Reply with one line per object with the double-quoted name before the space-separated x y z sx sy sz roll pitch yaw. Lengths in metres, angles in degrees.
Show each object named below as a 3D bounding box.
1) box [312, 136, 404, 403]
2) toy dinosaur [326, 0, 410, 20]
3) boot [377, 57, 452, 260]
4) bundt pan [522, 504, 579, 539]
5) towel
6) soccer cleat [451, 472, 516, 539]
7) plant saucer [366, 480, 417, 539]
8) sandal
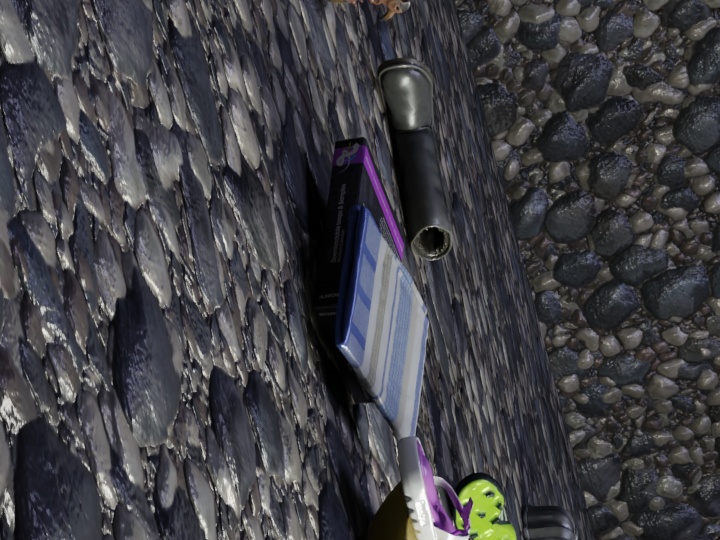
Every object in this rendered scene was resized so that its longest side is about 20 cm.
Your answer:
"box" 0.000 0.000 1.780 0.144 0.036 0.201 67 21 -46
"toy dinosaur" -0.016 -0.356 2.101 0.200 0.085 0.137 -117 -161 -57
"boot" 0.067 -0.136 2.382 0.182 0.072 0.202 59 28 -58
"bundt pan" 0.310 0.458 3.026 0.202 0.075 0.204 -13 90 -80
"towel" 0.019 0.051 1.725 0.200 0.024 0.148 58 34 -54
"soccer cleat" 0.138 0.276 2.288 0.081 0.067 0.200 63 -1 32
"plant saucer" 0.043 0.313 1.678 0.200 0.048 0.202 -84 161 -63
"sandal" 0.075 0.214 1.696 0.203 0.049 0.083 65 16 -55
